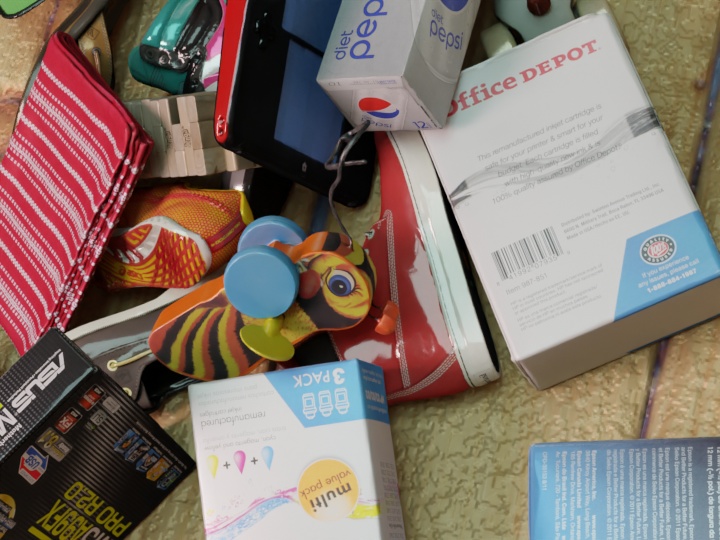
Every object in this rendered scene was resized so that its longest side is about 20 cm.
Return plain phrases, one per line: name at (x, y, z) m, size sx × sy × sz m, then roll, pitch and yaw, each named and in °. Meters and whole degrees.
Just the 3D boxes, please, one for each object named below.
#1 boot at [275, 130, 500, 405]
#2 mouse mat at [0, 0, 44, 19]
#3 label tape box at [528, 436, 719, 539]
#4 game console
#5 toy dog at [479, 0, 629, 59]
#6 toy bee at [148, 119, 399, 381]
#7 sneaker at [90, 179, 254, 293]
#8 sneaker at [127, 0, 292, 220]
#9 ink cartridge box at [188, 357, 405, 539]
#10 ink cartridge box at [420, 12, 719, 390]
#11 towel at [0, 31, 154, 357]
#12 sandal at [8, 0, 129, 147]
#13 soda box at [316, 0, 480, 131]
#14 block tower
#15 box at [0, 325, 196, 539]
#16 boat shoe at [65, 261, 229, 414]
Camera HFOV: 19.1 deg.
boot at (0.000, 0.000, 1.432) m, size 0.144 × 0.072 × 0.200 m, roll -17°, pitch 68°, yaw 10°
mouse mat at (-0.206, -0.276, 1.606) m, size 0.200 × 0.008 × 0.161 m, roll -37°, pitch 40°, yaw 0°
label tape box at (0.205, 0.177, 1.302) m, size 0.200 × 0.066 × 0.143 m, roll -3°, pitch 68°, yaw 12°
game console at (-0.031, -0.146, 1.415) m, size 0.031 × 0.200 × 0.177 m, roll 0°, pitch 79°, yaw 27°
toy dog at (0.106, -0.217, 1.477) m, size 0.132 × 0.096 × 0.200 m, roll -40°, pitch 63°, yaw -4°
toy bee at (-0.035, 0.017, 1.344) m, size 0.109 × 0.200 × 0.131 m, roll 44°, pitch 43°, yaw -10°
sneaker at (-0.145, -0.027, 1.467) m, size 0.200 × 0.073 × 0.077 m, roll 10°, pitch 37°, yaw 47°
sneaker at (-0.106, -0.122, 1.505) m, size 0.121 × 0.084 × 0.200 m, roll 3°, pitch 72°, yaw 20°
ink cartridge box at (-0.034, 0.164, 1.346) m, size 0.115 × 0.068 × 0.200 m, roll -10°, pitch 80°, yaw 13°
ink cartridge box at (0.138, -0.045, 1.395) m, size 0.145 × 0.084 × 0.200 m, roll -24°, pitch 68°, yaw 7°
towel at (-0.214, -0.048, 1.464) m, size 0.145 × 0.022 × 0.200 m, roll 49°, pitch 121°, yaw 42°
sandal at (-0.196, -0.155, 1.559) m, size 0.055 × 0.082 × 0.200 m, roll 30°, pitch 70°, yaw 2°
soda box at (0.038, -0.191, 1.409) m, size 0.068 × 0.063 × 0.200 m, roll 1°, pitch 60°, yaw 31°
block tower at (-0.144, -0.091, 1.457) m, size 0.200 × 0.054 × 0.058 m, roll -2°, pitch 97°, yaw 48°
box at (-0.202, 0.137, 1.356) m, size 0.160 × 0.200 × 0.044 m, roll -45°, pitch 64°, yaw -7°
boat shoe at (-0.150, 0.065, 1.444) m, size 0.201 × 0.072 × 0.061 m, roll -28°, pitch 59°, yaw 0°
